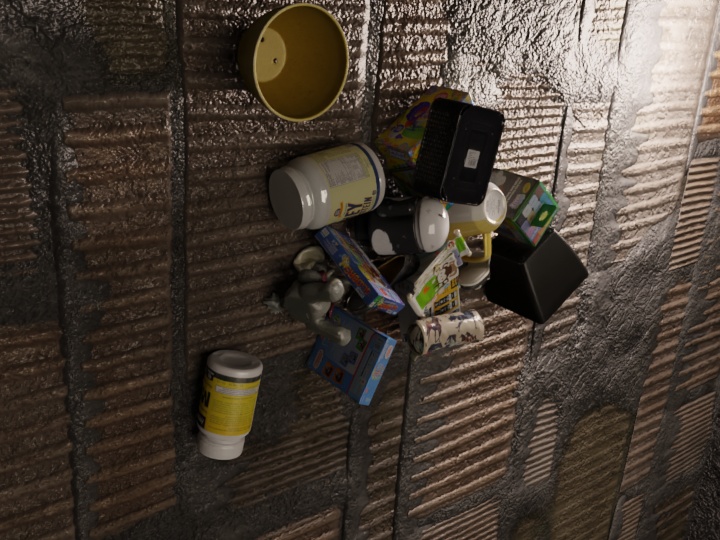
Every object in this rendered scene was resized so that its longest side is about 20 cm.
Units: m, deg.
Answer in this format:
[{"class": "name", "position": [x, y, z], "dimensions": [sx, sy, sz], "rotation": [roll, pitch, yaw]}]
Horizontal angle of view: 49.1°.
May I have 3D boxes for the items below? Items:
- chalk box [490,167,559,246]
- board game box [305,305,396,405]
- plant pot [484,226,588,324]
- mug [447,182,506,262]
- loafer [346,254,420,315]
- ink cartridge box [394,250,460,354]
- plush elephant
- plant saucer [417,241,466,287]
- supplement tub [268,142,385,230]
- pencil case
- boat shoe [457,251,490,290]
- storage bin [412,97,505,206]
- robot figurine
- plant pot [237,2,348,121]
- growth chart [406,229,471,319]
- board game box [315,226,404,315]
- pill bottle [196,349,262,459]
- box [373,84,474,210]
[{"class": "chalk box", "position": [0.392, -0.150, 1.921], "dimensions": [0.125, 0.200, 0.124], "rotation": [-55, 133, -7]}, {"class": "board game box", "position": [-0.024, 0.181, 1.712], "dimensions": [0.037, 0.200, 0.152], "rotation": [20, 95, -44]}, {"class": "plant pot", "position": [0.429, -0.016, 2.011], "dimensions": [0.199, 0.200, 0.178], "rotation": [-44, 130, -17]}, {"class": "mug", "position": [0.262, -0.131, 1.825], "dimensions": [0.150, 0.153, 0.187], "rotation": [-52, 121, -27]}, {"class": "loafer", "position": [0.039, 0.023, 1.753], "dimensions": [0.200, 0.073, 0.072], "rotation": [-44, 161, 12]}, {"class": "ink cartridge box", "position": [0.177, 0.071, 1.862], "dimensions": [0.175, 0.084, 0.201], "rotation": [-27, 123, -28]}, {"class": "plush elephant", "position": [-0.083, 0.042, 1.646], "dimensions": [0.155, 0.199, 0.165], "rotation": [-52, 139, -42]}, {"class": "plant saucer", "position": [0.175, 0.003, 1.915], "dimensions": [0.201, 0.039, 0.202], "rotation": [-16, 118, -34]}, {"class": "supplement tub", "position": [-0.066, -0.165, 1.567], "dimensions": [0.200, 0.145, 0.145], "rotation": [-21, 121, -32]}, {"class": "pencil case", "position": [0.195, 0.143, 1.798], "dimensions": [0.200, 0.078, 0.090], "rotation": [-8, 129, -35]}, {"class": "boat shoe", "position": [0.278, 0.014, 1.909], "dimensions": [0.200, 0.074, 0.061], "rotation": [-58, 145, -65]}, {"class": "storage bin", "position": [0.203, -0.245, 1.632], "dimensions": [0.135, 0.094, 0.201], "rotation": [3, 105, -40]}, {"class": "robot figurine", "position": [0.090, -0.098, 1.689], "dimensions": [0.150, 0.199, 0.125], "rotation": [-47, 132, -64]}, {"class": "plant pot", "position": [-0.142, -0.379, 1.413], "dimensions": [0.200, 0.142, 0.201], "rotation": [-17, 118, -35]}, {"class": "growth chart", "position": [0.173, 0.012, 1.734], "dimensions": [0.200, 0.018, 0.145], "rotation": [-53, 149, 0]}, {"class": "board game box", "position": [0.000, 0.000, 1.638], "dimensions": [0.034, 0.200, 0.135], "rotation": [-43, 153, 12]}, {"class": "pill bottle", "position": [-0.271, 0.273, 1.603], "dimensions": [0.114, 0.114, 0.201], "rotation": [1, 107, -40]}, {"class": "box", "position": [0.169, -0.265, 1.739], "dimensions": [0.200, 0.122, 0.193], "rotation": [-45, 131, -16]}]
